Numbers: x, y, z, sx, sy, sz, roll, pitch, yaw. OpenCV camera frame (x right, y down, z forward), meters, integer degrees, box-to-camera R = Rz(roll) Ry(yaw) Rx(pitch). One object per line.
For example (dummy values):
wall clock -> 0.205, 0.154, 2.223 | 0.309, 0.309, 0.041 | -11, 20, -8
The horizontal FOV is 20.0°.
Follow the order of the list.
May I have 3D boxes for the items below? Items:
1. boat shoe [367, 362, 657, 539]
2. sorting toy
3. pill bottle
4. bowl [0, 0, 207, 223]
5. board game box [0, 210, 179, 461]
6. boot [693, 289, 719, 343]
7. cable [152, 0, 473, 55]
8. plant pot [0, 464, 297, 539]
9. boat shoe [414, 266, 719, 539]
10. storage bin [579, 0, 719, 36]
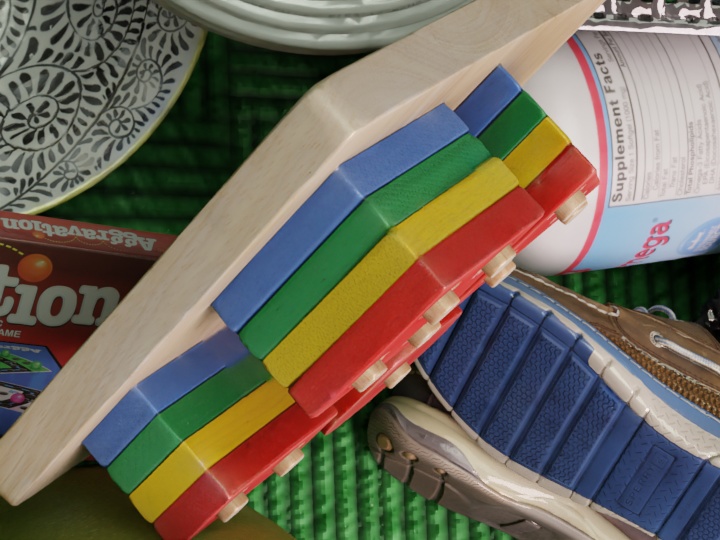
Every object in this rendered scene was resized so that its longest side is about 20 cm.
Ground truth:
boat shoe -> 0.100, 0.089, 0.847 | 0.200, 0.074, 0.073 | 32, 72, -16
sorting toy -> 0.000, 0.000, 0.684 | 0.070, 0.200, 0.199 | 48, 35, 5
pill bottle -> 0.102, -0.055, 0.850 | 0.200, 0.109, 0.109 | -8, 85, -23
bowl -> -0.159, -0.121, 0.749 | 0.200, 0.094, 0.201 | -5, 105, -17
board game box -> -0.168, 0.019, 0.741 | 0.200, 0.103, 0.019 | 8, 35, -21
boot -> 0.235, -0.007, 0.853 | 0.162, 0.198, 0.073 | 3, 40, -41
cable -> -0.013, -0.168, 0.682 | 0.200, 0.069, 0.200 | -22, 109, 1
plant pot -> -0.063, 0.155, 0.702 | 0.187, 0.200, 0.187 | 4, 80, -21
boat shoe -> 0.108, 0.053, 0.798 | 0.200, 0.072, 0.072 | 36, 38, 5
storage bin -> 0.078, -0.154, 0.809 | 0.200, 0.135, 0.094 | 2, 108, -9
